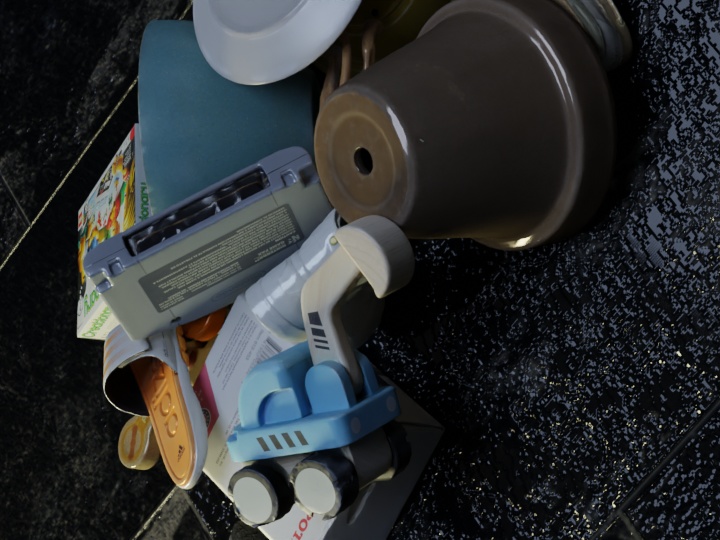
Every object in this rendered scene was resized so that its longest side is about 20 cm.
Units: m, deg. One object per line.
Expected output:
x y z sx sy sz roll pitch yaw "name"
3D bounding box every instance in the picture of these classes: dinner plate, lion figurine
-0.065 -0.244 1.707 0.200 0.024 0.201 -19 60 36 "dinner plate"
-0.003 -0.106 1.724 0.072 0.200 0.123 -2 58 21 "lion figurine"

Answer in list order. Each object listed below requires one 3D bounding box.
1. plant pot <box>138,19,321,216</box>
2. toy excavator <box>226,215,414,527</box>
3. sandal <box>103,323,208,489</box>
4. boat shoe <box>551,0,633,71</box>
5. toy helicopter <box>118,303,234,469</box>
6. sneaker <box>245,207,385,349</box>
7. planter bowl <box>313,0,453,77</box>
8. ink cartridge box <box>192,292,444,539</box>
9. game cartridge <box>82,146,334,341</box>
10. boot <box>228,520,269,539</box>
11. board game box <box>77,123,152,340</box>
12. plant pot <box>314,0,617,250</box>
-0.100 -0.115 1.815 0.134 0.200 0.201 -5 77 6 "plant pot"
-0.028 0.073 1.596 0.194 0.100 0.201 -13 99 38 "toy excavator"
-0.179 0.093 1.804 0.079 0.059 0.207 -61 36 31 "sandal"
0.143 -0.228 1.680 0.074 0.069 0.200 -50 58 43 "boat shoe"
-0.165 0.080 1.892 0.132 0.079 0.201 41 109 45 "toy helicopter"
0.000 0.000 1.695 0.116 0.200 0.074 -43 77 17 "sneaker"
0.008 -0.242 1.738 0.200 0.083 0.201 2 97 19 "planter bowl"
-0.046 0.133 1.771 0.200 0.084 0.145 40 110 39 "ink cartridge box"
-0.116 -0.018 1.752 0.199 0.133 0.042 -27 66 -2 "game cartridge"
-0.074 0.312 1.781 0.132 0.070 0.200 -58 47 24 "boot"
-0.210 -0.031 1.915 0.200 0.034 0.127 134 137 -59 "board game box"
0.063 -0.098 1.618 0.200 0.174 0.201 24 122 44 "plant pot"
